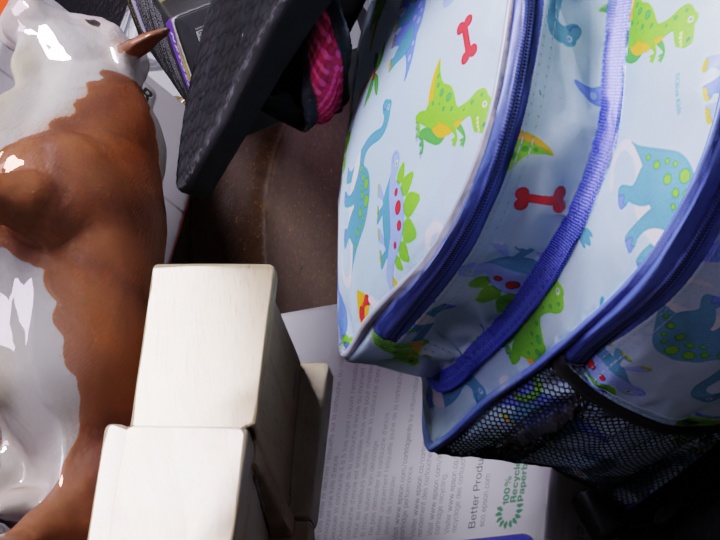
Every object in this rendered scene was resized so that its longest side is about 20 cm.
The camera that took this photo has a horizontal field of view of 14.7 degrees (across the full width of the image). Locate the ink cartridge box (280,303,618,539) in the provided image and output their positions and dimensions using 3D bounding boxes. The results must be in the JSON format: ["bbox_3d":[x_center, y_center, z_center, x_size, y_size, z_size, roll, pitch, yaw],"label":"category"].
[{"bbox_3d":[0.000,0.105,0.971,0.199,0.047,0.199,-12,62,41],"label":"ink cartridge box"}]

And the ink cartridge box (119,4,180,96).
[{"bbox_3d":[-0.074,-0.126,1.400,0.146,0.084,0.201,-104,34,-75],"label":"ink cartridge box"}]

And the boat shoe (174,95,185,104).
[{"bbox_3d":[-0.073,-0.045,1.261,0.072,0.065,0.201,-99,32,-52],"label":"boat shoe"}]

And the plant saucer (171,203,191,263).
[{"bbox_3d":[-0.095,0.041,1.127,0.200,0.034,0.202,4,-90,-87],"label":"plant saucer"}]

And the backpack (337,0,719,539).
[{"bbox_3d":[0.081,-0.041,0.830,0.200,0.146,0.184,-39,40,56],"label":"backpack"}]

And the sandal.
[{"bbox_3d":[-0.013,-0.081,0.862,0.200,0.045,0.076,128,151,-53],"label":"sandal"}]

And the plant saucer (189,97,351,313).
[{"bbox_3d":[0.000,0.000,1.088,0.200,0.034,0.202,18,113,51],"label":"plant saucer"}]

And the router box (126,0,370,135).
[{"bbox_3d":[0.014,-0.123,1.028,0.157,0.199,0.053,-129,19,-66],"label":"router box"}]

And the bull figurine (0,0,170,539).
[{"bbox_3d":[-0.104,0.007,0.891,0.065,0.121,0.202,-12,86,48],"label":"bull figurine"}]

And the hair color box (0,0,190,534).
[{"bbox_3d":[-0.128,0.010,0.966,0.061,0.101,0.201,-17,46,42],"label":"hair color box"}]

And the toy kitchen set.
[{"bbox_3d":[0.021,0.125,0.853,0.163,0.179,0.201,71,-158,-60],"label":"toy kitchen set"}]
